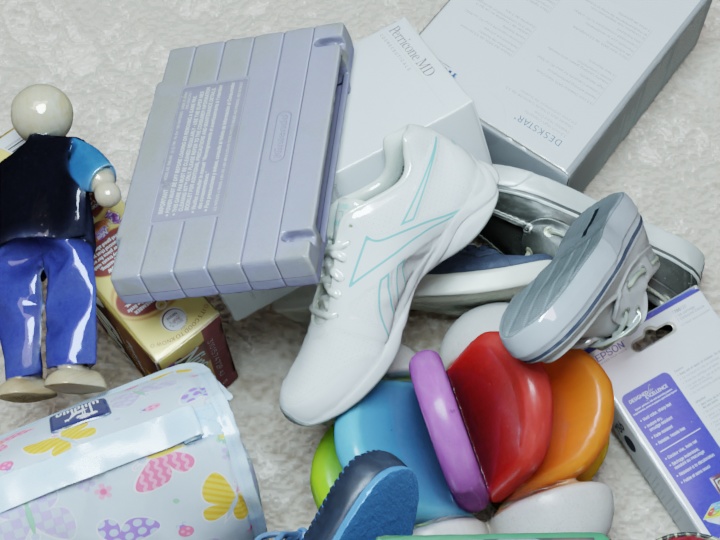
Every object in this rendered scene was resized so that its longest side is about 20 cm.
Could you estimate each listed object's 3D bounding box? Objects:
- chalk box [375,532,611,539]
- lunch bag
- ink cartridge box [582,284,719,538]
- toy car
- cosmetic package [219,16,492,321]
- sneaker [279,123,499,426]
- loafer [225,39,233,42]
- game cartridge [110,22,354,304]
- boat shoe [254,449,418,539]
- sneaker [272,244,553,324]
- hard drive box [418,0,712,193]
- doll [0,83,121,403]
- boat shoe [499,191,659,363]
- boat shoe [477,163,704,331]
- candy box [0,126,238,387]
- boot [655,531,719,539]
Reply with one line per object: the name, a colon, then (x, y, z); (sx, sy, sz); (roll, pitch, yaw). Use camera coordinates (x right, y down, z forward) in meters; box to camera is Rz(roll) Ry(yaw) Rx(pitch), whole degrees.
chalk box: (0.064, 0.209, 0.695); (0.125, 0.200, 0.124); (0, 56, -7)
lunch bag: (-0.146, 0.137, 0.832); (0.169, 0.200, 0.127); (-22, 66, -9)
ink cartridge box: (0.236, 0.117, 0.921); (0.099, 0.039, 0.200); (-27, 72, -11)
toy car: (0.065, 0.103, 0.873); (0.200, 0.150, 0.175); (-15, 66, -6)
cosmetic package: (-0.025, -0.068, 0.915); (0.200, 0.081, 0.113); (-31, 47, -4)
sneaker: (0.000, 0.000, 0.851); (0.080, 0.070, 0.200); (35, 84, -30)
loafer: (-0.033, -0.094, 1.011); (0.200, 0.072, 0.073); (33, 68, 14)
game cartridge: (-0.076, -0.068, 0.860); (0.129, 0.038, 0.200); (-9, 49, 19)
boat shoe: (-0.035, 0.185, 0.807); (0.069, 0.084, 0.200); (39, 109, 40)
sneaker: (0.035, -0.015, 0.951); (0.200, 0.075, 0.085); (-4, 76, 12)
hard drive box: (0.141, -0.160, 1.038); (0.156, 0.077, 0.200); (35, 69, 16)
doll: (-0.201, -0.022, 0.865); (0.136, 0.048, 0.200); (-11, 74, 27)
boat shoe: (0.149, 0.013, 0.855); (0.067, 0.074, 0.200); (51, 37, -5)
boat shoe: (0.139, -0.016, 0.973); (0.200, 0.071, 0.064); (20, 66, 8)
candy box: (-0.168, -0.002, 0.945); (0.056, 0.117, 0.200); (-39, 70, -16)
boot: (0.233, 0.230, 0.808); (0.203, 0.154, 0.074); (30, 69, 14)
